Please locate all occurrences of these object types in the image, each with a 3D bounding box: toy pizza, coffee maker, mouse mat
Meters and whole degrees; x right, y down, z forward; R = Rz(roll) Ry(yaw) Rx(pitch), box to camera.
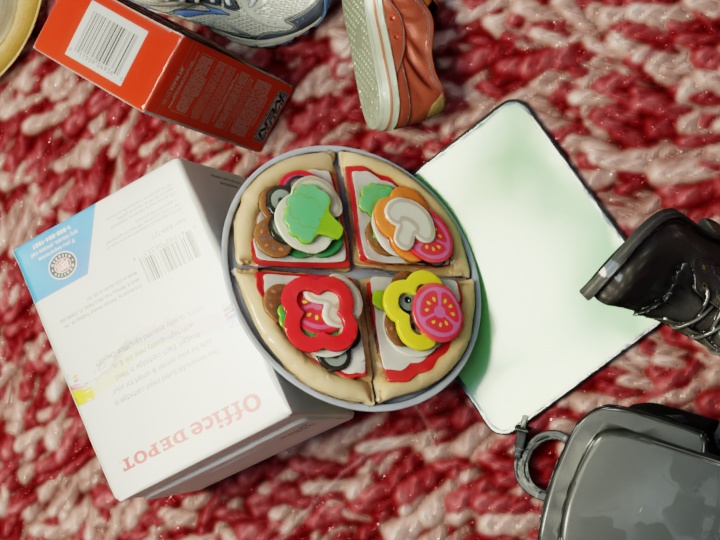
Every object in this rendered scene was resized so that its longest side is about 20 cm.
[{"bbox_3d":[0.000,0.000,1.227,0.032,0.200,0.200,-42,69,55],"label":"toy pizza"},{"bbox_3d":[0.175,0.151,1.142,0.192,0.200,0.135,-6,84,17],"label":"coffee maker"},{"bbox_3d":[0.107,-0.003,1.280,0.161,0.008,0.200,-38,77,13],"label":"mouse mat"}]

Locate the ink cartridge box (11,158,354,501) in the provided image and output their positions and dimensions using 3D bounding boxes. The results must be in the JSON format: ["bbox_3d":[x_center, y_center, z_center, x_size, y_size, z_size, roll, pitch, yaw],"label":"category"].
[{"bbox_3d":[-0.123,0.046,1.281,0.147,0.145,0.200,-27,78,15],"label":"ink cartridge box"}]

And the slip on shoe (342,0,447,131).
[{"bbox_3d":[0.024,-0.199,1.299,0.061,0.074,0.200,-4,76,-16],"label":"slip on shoe"}]

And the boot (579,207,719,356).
[{"bbox_3d":[0.244,0.045,1.138,0.069,0.200,0.174,-50,65,29],"label":"boot"}]

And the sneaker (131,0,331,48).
[{"bbox_3d":[-0.120,-0.216,1.332,0.200,0.085,0.077,9,89,18],"label":"sneaker"}]

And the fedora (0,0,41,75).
[{"bbox_3d":[-0.349,-0.235,1.410,0.201,0.082,0.201,-1,86,19],"label":"fedora"}]

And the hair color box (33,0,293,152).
[{"bbox_3d":[-0.136,-0.144,1.270,0.102,0.200,0.061,30,95,18],"label":"hair color box"}]
